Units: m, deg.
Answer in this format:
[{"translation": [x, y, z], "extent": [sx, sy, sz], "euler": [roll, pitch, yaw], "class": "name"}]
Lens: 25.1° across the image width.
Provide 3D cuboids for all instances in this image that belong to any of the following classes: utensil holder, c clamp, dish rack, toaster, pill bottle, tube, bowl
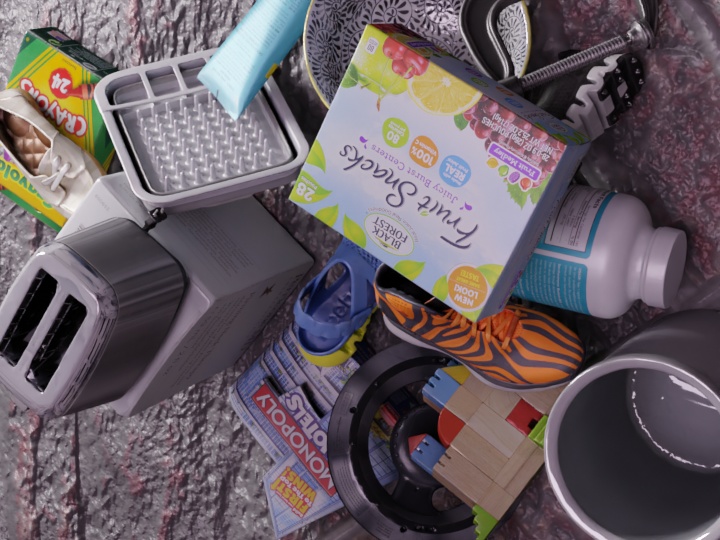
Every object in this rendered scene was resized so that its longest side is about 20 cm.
[{"translation": [0.268, 0.132, 1.375], "extent": [0.169, 0.200, 0.172], "euler": [6, 104, 25], "class": "utensil holder"}, {"translation": [0.172, -0.195, 1.384], "extent": [0.199, 0.027, 0.172], "euler": [-28, 66, -4], "class": "c clamp"}, {"translation": [-0.151, -0.128, 1.532], "extent": [0.044, 0.170, 0.201], "euler": [89, 160, -44], "class": "dish rack"}, {"translation": [-0.241, 0.039, 1.425], "extent": [0.113, 0.129, 0.201], "euler": [40, 115, 13], "class": "toaster"}, {"translation": [0.183, -0.022, 1.433], "extent": [0.199, 0.111, 0.112], "euler": [14, 108, 24], "class": "pill bottle"}, {"translation": [-0.075, -0.239, 1.517], "extent": [0.200, 0.050, 0.078], "euler": [-50, 47, 9], "class": "tube"}, {"translation": [0.051, -0.192, 1.453], "extent": [0.199, 0.094, 0.203], "euler": [-1, 76, 3], "class": "bowl"}]

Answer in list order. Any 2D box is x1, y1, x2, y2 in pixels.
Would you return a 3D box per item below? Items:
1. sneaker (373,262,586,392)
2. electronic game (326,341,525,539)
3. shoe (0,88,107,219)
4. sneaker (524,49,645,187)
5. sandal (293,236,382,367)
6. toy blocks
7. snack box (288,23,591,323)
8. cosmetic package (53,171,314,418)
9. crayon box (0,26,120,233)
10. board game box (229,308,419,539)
[{"translation": [0.097, 0.042, 1.410], "extent": [0.199, 0.112, 0.078], "euler": [16, 72, 18], "class": "sneaker"}, {"translation": [0.066, 0.165, 1.518], "extent": [0.198, 0.042, 0.202], "euler": [2, 79, -9], "class": "electronic game"}, {"translation": [-0.319, -0.112, 1.617], "extent": [0.200, 0.053, 0.070], "euler": [45, 112, 28], "class": "shoe"}, {"translation": [0.157, -0.121, 1.407], "extent": [0.090, 0.200, 0.067], "euler": [26, 156, 40], "class": "sneaker"}, {"translation": [0.000, 0.000, 1.526], "extent": [0.079, 0.087, 0.201], "euler": [29, 90, 19], "class": "sandal"}, {"translation": [0.116, 0.129, 1.472], "extent": [0.136, 0.100, 0.200], "euler": [37, 80, 11], "class": "toy blocks"}, {"translation": [0.062, -0.082, 1.328], "extent": [0.199, 0.068, 0.170], "euler": [35, 112, 20], "class": "snack box"}, {"translation": [-0.187, 0.008, 1.578], "extent": [0.166, 0.200, 0.168], "euler": [45, 117, 11], "class": "cosmetic package"}, {"translation": [-0.322, -0.137, 1.699], "extent": [0.126, 0.051, 0.201], "euler": [32, 114, 17], "class": "crayon box"}, {"translation": [-0.045, 0.165, 1.621], "extent": [0.200, 0.062, 0.200], "euler": [49, 117, 9], "class": "board game box"}]
